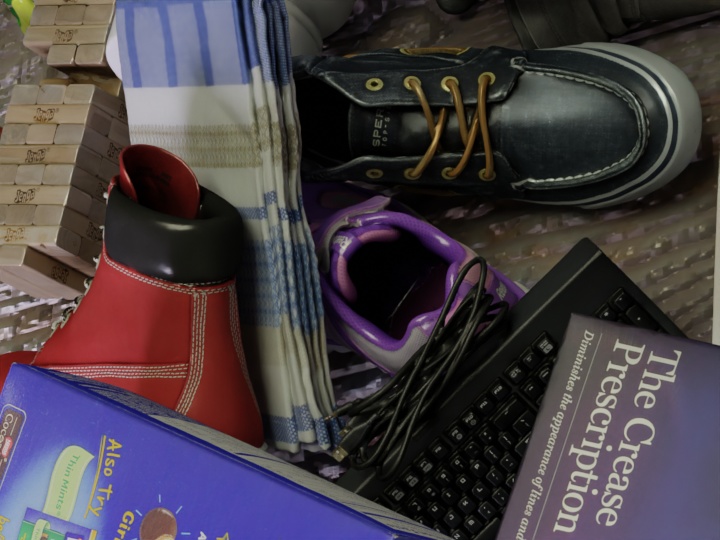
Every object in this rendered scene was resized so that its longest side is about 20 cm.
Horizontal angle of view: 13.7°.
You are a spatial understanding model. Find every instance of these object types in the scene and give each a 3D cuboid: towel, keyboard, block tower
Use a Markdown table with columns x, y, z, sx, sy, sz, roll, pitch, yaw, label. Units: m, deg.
| x | y | z | sx | sy | sz | roll | pitch | yaw | label |
| --- | --- | --- | --- | --- | --- | --- | --- | --- | --- |
| -0.057 | -0.023 | 1.273 | 0.147 | 0.024 | 0.200 | 3 | 102 | 62 | towel |
| 0.040 | 0.077 | 1.197 | 0.200 | 0.104 | 0.040 | -46 | 16 | 3 | keyboard |
| -0.127 | -0.088 | 1.423 | 0.054 | 0.058 | 0.200 | 2 | 73 | 35 | block tower |

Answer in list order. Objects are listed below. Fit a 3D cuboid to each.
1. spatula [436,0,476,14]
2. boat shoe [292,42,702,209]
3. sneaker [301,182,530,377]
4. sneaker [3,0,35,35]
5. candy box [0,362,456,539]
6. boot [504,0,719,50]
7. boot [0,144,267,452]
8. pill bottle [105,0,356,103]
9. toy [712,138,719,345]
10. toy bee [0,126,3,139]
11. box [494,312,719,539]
| x | y | z | sx | sy | sz | roll | pitch | yaw | label |
| --- | --- | --- | --- | --- | --- | --- | --- | --- | --- |
| 0.091 | -0.202 | 1.377 | 0.056 | 0.021 | 0.200 | 29 | 86 | 15 | spatula |
| 0.041 | -0.059 | 1.272 | 0.200 | 0.091 | 0.071 | 3 | 98 | 39 | boat shoe |
| 0.000 | 0.000 | 1.278 | 0.200 | 0.088 | 0.081 | 28 | 82 | 42 | sneaker |
| -0.148 | -0.212 | 1.501 | 0.074 | 0.084 | 0.200 | -12 | 58 | 27 | sneaker |
| -0.069 | 0.148 | 1.141 | 0.200 | 0.077 | 0.169 | 22 | 94 | 36 | candy box |
| 0.113 | -0.191 | 1.325 | 0.131 | 0.070 | 0.200 | -16 | 57 | 27 | boot |
| -0.107 | 0.014 | 1.287 | 0.200 | 0.072 | 0.145 | 9 | 107 | 55 | boot |
| -0.046 | -0.175 | 1.393 | 0.113 | 0.113 | 0.200 | 1 | 66 | 34 | pill bottle |
| 0.188 | -0.032 | 1.199 | 0.115 | 0.047 | 0.200 | -10 | 58 | 31 | toy |
| -0.266 | -0.042 | 1.451 | 0.200 | 0.109 | 0.131 | -26 | 10 | -8 | toy bee |
| 0.118 | 0.132 | 1.108 | 0.141 | 0.079 | 0.200 | 13 | 70 | 18 | box |
